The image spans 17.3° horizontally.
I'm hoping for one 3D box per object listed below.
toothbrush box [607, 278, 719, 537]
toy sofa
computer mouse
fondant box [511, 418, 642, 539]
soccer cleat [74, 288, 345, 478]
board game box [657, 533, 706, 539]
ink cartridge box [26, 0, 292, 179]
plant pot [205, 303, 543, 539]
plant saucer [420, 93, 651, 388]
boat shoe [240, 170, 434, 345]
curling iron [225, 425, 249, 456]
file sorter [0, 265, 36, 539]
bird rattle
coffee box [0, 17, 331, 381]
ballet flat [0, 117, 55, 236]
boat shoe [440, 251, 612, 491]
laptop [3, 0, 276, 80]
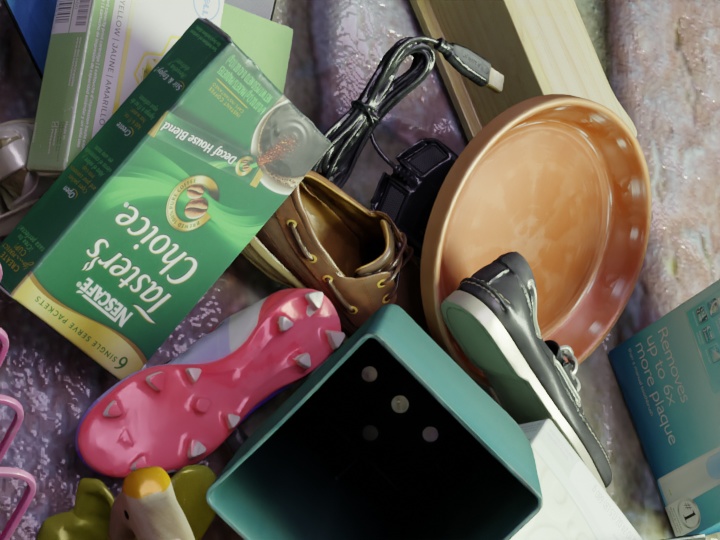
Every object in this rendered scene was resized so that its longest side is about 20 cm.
[{"bbox_3d":[0.274,0.080,1.595,0.085,0.200,0.147,-10,74,-33],"label":"toothbrush box"},{"bbox_3d":[0.106,-0.148,1.677,0.097,0.083,0.201,-12,75,-39],"label":"toy sofa"},{"bbox_3d":[0.063,-0.069,1.601,0.200,0.046,0.141,35,88,-25],"label":"computer mouse"},{"bbox_3d":[0.097,0.216,1.498,0.145,0.058,0.200,51,53,-20],"label":"fondant box"},{"bbox_3d":[-0.097,0.072,1.468,0.200,0.076,0.067,-33,99,-29],"label":"soccer cleat"},{"bbox_3d":[0.152,0.240,1.483,0.199,0.028,0.136,-1,82,-42],"label":"board game box"},{"bbox_3d":[-0.110,-0.111,1.493,0.199,0.048,0.147,15,81,-43],"label":"ink cartridge box"},{"bbox_3d":[0.018,0.108,1.435,0.141,0.141,0.200,44,13,-4],"label":"plant pot"},{"bbox_3d":[0.115,-0.020,1.577,0.199,0.032,0.202,-16,116,-36],"label":"plant saucer"},{"bbox_3d":[0.000,-0.001,1.536,0.200,0.067,0.072,39,54,-31],"label":"boat shoe"},{"bbox_3d":[-0.022,0.174,1.488,0.200,0.026,0.050,48,55,-4],"label":"curling iron"},{"bbox_3d":[-0.265,0.063,1.310,0.138,0.126,0.201,4,52,-28],"label":"file sorter"},{"bbox_3d":[-0.118,0.200,1.348,0.112,0.163,0.201,-6,61,-13],"label":"bird rattle"},{"bbox_3d":[-0.120,-0.039,1.427,0.200,0.044,0.123,-48,136,-3],"label":"coffee box"},{"bbox_3d":[-0.234,-0.051,1.445,0.199,0.069,0.070,-29,84,-36],"label":"ballet flat"},{"bbox_3d":[0.124,0.070,1.550,0.063,0.072,0.200,-47,126,-19],"label":"boat shoe"},{"bbox_3d":[-0.135,-0.190,1.534,0.199,0.116,0.188,21,60,-16],"label":"laptop"}]
